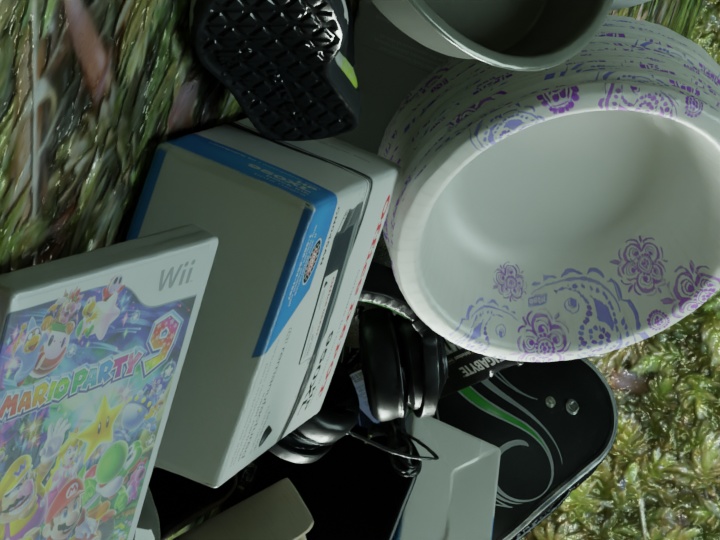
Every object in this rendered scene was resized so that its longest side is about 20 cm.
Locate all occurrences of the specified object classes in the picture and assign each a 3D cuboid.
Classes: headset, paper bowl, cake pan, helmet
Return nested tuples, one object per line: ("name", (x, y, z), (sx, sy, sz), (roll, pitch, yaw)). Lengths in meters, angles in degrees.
("headset", (-0.009, 0.052, 1.653), (0.200, 0.123, 0.094), (56, 17, -48))
("paper bowl", (0.106, -0.054, 1.578), (0.201, 0.200, 0.105), (101, -18, -45))
("cake pan", (0.049, -0.188, 1.408), (0.037, 0.200, 0.201), (-17, -147, 42))
("helmet", (0.063, 0.089, 1.975), (0.200, 0.191, 0.200), (-41, 173, -6))

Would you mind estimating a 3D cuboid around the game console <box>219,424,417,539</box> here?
("game console", (-0.039, 0.190, 1.839), (0.176, 0.116, 0.201), (44, 68, -79))

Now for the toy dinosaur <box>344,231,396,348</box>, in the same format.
("toy dinosaur", (0.000, 0.000, 1.688), (0.077, 0.102, 0.201), (-52, 160, -59))

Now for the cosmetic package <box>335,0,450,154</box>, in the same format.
("cosmetic package", (0.046, -0.103, 1.718), (0.090, 0.106, 0.200), (-57, 167, -47))

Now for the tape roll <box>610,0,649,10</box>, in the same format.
("tape roll", (0.113, -0.237, 1.525), (0.071, 0.202, 0.203), (49, 62, -79))

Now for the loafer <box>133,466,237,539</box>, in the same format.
("loafer", (-0.112, 0.111, 1.419), (0.200, 0.063, 0.072), (-42, 152, -70))

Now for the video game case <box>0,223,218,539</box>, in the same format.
("video game case", (-0.132, 0.083, 1.269), (0.143, 0.018, 0.201), (-17, 129, -55))

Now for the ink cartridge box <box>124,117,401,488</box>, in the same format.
("ink cartridge box", (-0.057, 0.009, 1.443), (0.200, 0.084, 0.145), (-31, 142, -75))

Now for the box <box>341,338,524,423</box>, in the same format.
("box", (0.093, -0.005, 1.805), (0.200, 0.050, 0.198), (-50, -168, -28))

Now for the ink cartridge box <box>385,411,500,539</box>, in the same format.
("ink cartridge box", (0.006, 0.189, 1.853), (0.200, 0.067, 0.117), (-45, -151, 46))

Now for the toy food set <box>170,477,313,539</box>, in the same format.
("toy food set", (-0.081, 0.183, 1.532), (0.143, 0.061, 0.200), (-28, 162, -7))

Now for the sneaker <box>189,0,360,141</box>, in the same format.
("sneaker", (-0.040, -0.127, 1.374), (0.200, 0.071, 0.083), (80, 6, -72))
